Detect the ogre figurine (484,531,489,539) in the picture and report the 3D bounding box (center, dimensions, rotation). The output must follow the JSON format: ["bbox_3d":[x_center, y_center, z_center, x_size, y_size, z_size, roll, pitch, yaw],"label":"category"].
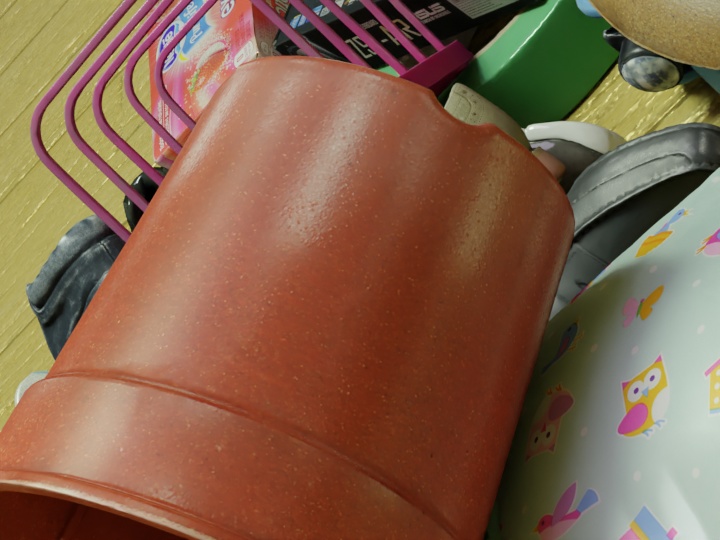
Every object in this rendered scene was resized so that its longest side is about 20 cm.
[{"bbox_3d":[0.043,0.154,1.102,0.120,0.098,0.200,-32,43,21],"label":"ogre figurine"}]

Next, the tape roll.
[{"bbox_3d":[0.083,-0.149,1.452,0.200,0.048,0.200,-42,29,29],"label":"tape roll"}]

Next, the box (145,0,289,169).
[{"bbox_3d":[-0.058,-0.121,1.608,0.095,0.103,0.200,-45,28,22],"label":"box"}]

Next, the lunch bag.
[{"bbox_3d":[0.133,0.074,1.008,0.170,0.122,0.200,-44,21,23],"label":"lunch bag"}]

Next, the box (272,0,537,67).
[{"bbox_3d":[0.047,-0.195,1.462,0.200,0.044,0.160,-15,47,55],"label":"box"}]

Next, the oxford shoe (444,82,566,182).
[{"bbox_3d":[0.000,0.000,1.246,0.200,0.074,0.071,-44,-2,-3],"label":"oxford shoe"}]

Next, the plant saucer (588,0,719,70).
[{"bbox_3d":[0.181,-0.182,1.204,0.200,0.035,0.200,-9,60,16],"label":"plant saucer"}]

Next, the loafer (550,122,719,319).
[{"bbox_3d":[0.103,0.008,1.208,0.201,0.068,0.070,-42,33,39],"label":"loafer"}]

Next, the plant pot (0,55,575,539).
[{"bbox_3d":[-0.022,0.040,1.008,0.201,0.201,0.195,-12,50,56],"label":"plant pot"}]

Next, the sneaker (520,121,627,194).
[{"bbox_3d":[0.050,-0.002,1.311,0.200,0.077,0.082,-28,57,27],"label":"sneaker"}]

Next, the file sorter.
[{"bbox_3d":[-0.054,-0.086,1.319,0.139,0.125,0.200,-46,-1,18],"label":"file sorter"}]

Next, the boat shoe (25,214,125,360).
[{"bbox_3d":[-0.124,0.047,1.358,0.071,0.091,0.200,-34,-15,-29],"label":"boat shoe"}]

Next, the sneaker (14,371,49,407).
[{"bbox_3d":[-0.097,0.064,1.139,0.200,0.087,0.075,-40,-10,0],"label":"sneaker"}]

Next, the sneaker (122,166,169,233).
[{"bbox_3d":[-0.070,0.026,1.383,0.080,0.086,0.200,-41,56,1],"label":"sneaker"}]

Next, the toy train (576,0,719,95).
[{"bbox_3d":[0.173,-0.175,1.282,0.114,0.087,0.200,-17,47,42],"label":"toy train"}]
